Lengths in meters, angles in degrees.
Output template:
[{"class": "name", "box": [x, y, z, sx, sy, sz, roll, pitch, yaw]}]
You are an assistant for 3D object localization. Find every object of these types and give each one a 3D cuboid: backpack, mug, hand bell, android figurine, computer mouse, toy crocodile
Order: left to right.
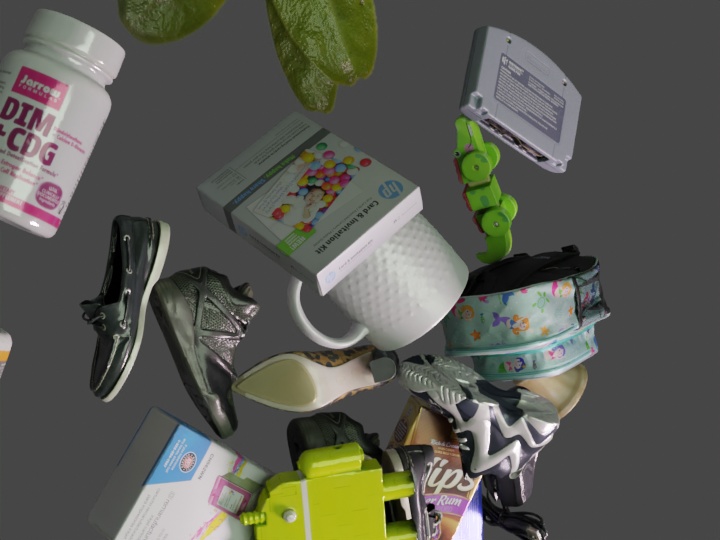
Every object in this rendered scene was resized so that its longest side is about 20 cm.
[{"class": "android figurine", "box": [-0.035, 0.281, 1.249, 0.199, 0.041, 0.183, -5, 104, -13]}, {"class": "mug", "box": [0.000, 0.000, 1.299, 0.175, 0.148, 0.200, 47, 72, -19]}, {"class": "toy crocodile", "box": [0.156, -0.105, 1.441, 0.068, 0.062, 0.201, -58, 131, -61]}, {"class": "computer mouse", "box": [0.192, 0.252, 1.468, 0.053, 0.138, 0.201, 0, 97, -33]}, {"class": "hand bell", "box": [0.199, 0.109, 1.499, 0.200, 0.104, 0.104, 40, 75, -18]}, {"class": "backpack", "box": [0.190, 0.056, 1.359, 0.200, 0.177, 0.151, -10, 93, -53]}]

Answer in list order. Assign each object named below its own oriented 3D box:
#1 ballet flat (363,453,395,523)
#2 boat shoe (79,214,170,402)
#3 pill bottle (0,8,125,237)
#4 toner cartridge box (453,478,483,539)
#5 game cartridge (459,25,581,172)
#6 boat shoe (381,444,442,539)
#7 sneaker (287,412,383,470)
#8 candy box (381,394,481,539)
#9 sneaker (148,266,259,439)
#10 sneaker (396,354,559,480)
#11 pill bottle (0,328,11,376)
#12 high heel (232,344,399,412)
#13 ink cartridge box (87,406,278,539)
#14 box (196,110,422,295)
[{"class": "ballet flat", "box": [0.023, 0.302, 1.309, 0.066, 0.057, 0.201, -29, 115, -32]}, {"class": "boat shoe", "box": [-0.261, 0.035, 1.175, 0.066, 0.074, 0.200, 21, 85, -32]}, {"class": "pill bottle", "box": [-0.313, -0.143, 1.089, 0.113, 0.113, 0.201, 26, 82, -33]}, {"class": "toner cartridge box", "box": [0.112, 0.283, 1.478, 0.095, 0.043, 0.201, -9, 102, -33]}, {"class": "game cartridge", "box": [0.210, -0.226, 1.450, 0.200, 0.041, 0.134, 27, 71, -37]}, {"class": "boat shoe", "box": [0.074, 0.300, 1.341, 0.062, 0.073, 0.201, -15, 108, -16]}, {"class": "sneaker", "box": [-0.019, 0.266, 1.360, 0.114, 0.076, 0.200, -11, 98, -25]}, {"class": "candy box", "box": [0.078, 0.271, 1.403, 0.116, 0.056, 0.201, 23, 93, -15]}, {"class": "sneaker", "box": [-0.153, 0.086, 1.252, 0.114, 0.076, 0.200, -23, 104, -22]}, {"class": "sneaker", "box": [0.121, 0.186, 1.320, 0.198, 0.080, 0.130, 18, 115, -11]}, {"class": "pill bottle", "box": [-0.418, 0.138, 1.062, 0.116, 0.116, 0.201, 22, 86, -34]}, {"class": "high heel", "box": [-0.051, 0.128, 1.348, 0.199, 0.143, 0.072, -7, 89, 2]}, {"class": "ink cartridge box", "box": [-0.178, 0.266, 1.259, 0.200, 0.085, 0.145, 36, 77, -33]}, {"class": "box", "box": [-0.057, -0.078, 1.220, 0.156, 0.200, 0.041, -41, 146, -21]}]
